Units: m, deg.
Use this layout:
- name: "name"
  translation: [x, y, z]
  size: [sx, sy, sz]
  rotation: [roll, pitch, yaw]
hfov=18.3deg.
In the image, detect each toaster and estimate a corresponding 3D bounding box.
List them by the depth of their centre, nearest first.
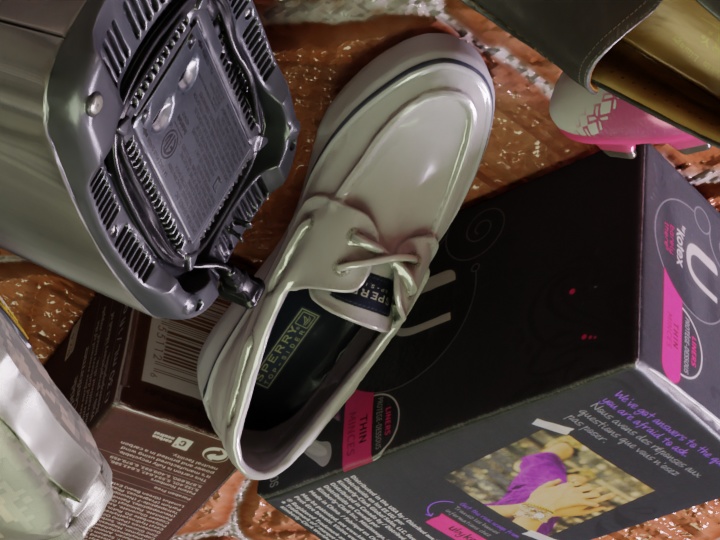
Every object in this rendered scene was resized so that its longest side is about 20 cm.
- name: "toaster"
  translation: [-0.108, -0.067, 0.835]
  size: [0.129, 0.114, 0.200]
  rotation: [20, 157, 24]

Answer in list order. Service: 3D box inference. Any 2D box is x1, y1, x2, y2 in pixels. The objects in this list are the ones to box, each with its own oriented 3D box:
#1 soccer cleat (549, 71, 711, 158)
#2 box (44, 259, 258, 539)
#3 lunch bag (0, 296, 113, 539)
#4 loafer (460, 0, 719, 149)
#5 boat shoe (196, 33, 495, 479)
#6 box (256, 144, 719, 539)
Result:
- name: "soccer cleat"
  translation: [0.157, -0.103, 0.821]
  size: [0.199, 0.070, 0.087]
  rotation: [-12, 121, 22]
- name: "box"
  translation: [-0.116, 0.079, 1.062]
  size: [0.075, 0.101, 0.200]
  rotation: [20, 140, -18]
- name: "lunch bag"
  translation: [-0.202, 0.035, 0.884]
  size: [0.199, 0.118, 0.164]
  rotation: [-1, 135, 38]
- name: "loafer"
  translation: [0.085, -0.094, 0.750]
  size: [0.199, 0.073, 0.073]
  rotation: [21, 137, 0]
- name: "boat shoe"
  translation: [0.000, 0.000, 0.913]
  size: [0.073, 0.065, 0.201]
  rotation: [17, 116, -24]
- name: "box"
  translation: [0.067, 0.046, 0.972]
  size: [0.199, 0.123, 0.106]
  rotation: [-23, 134, 33]
